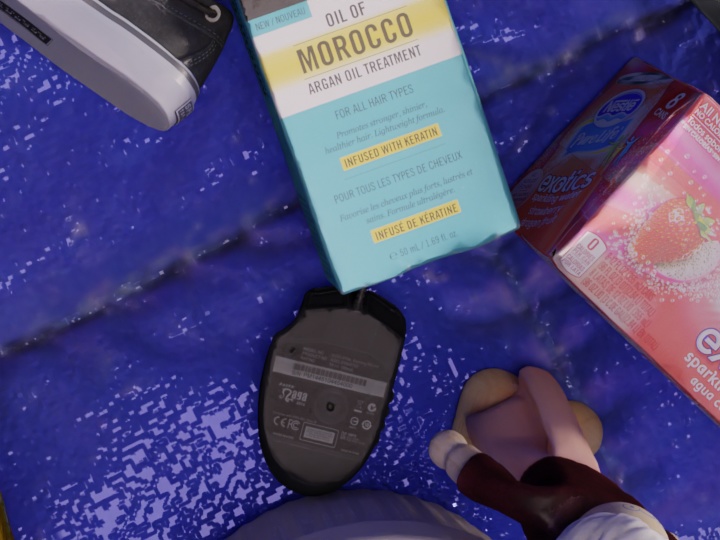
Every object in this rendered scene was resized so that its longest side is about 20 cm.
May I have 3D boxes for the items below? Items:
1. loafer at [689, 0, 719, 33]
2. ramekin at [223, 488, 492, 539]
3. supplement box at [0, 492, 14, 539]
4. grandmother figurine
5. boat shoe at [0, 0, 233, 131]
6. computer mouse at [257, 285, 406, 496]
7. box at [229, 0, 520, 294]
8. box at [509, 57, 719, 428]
[{"bbox_3d":[0.165,-0.131,0.930,0.072,0.063,0.200,-29,89,8],"label":"loafer"},{"bbox_3d":[0.002,0.191,0.959,0.199,0.105,0.201,-2,104,-9],"label":"ramekin"},{"bbox_3d":[-0.214,0.057,0.882,0.108,0.110,0.201,-15,106,-6],"label":"supplement box"},{"bbox_3d":[0.085,0.093,0.898,0.121,0.200,0.061,14,101,-14],"label":"grandmother figurine"},{"bbox_3d":[-0.138,-0.136,0.875,0.200,0.069,0.057,38,75,-18],"label":"boat shoe"},{"bbox_3d":[0.000,0.000,0.952,0.058,0.034,0.201,17,95,-8],"label":"computer mouse"},{"bbox_3d":[-0.006,-0.099,0.898,0.082,0.049,0.201,-20,99,-5],"label":"box"},{"bbox_3d":[0.166,0.014,0.945,0.200,0.103,0.095,42,94,-16],"label":"box"}]
